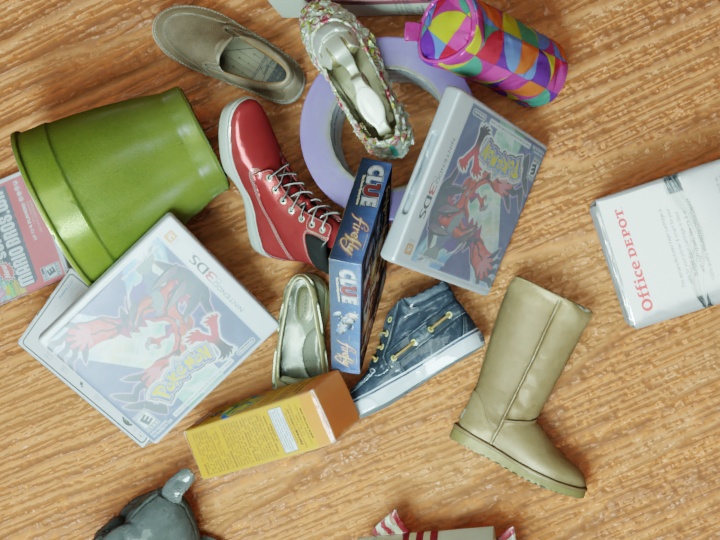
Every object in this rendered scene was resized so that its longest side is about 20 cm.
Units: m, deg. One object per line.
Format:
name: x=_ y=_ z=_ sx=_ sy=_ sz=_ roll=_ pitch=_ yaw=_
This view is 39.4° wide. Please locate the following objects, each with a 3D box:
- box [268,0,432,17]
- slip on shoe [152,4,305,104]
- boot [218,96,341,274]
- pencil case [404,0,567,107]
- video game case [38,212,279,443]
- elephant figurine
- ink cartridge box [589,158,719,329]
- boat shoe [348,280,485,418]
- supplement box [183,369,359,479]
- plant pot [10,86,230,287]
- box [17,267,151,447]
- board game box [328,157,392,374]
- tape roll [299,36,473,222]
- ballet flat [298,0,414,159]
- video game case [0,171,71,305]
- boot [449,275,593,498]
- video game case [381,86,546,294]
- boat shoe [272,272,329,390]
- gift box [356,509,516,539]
box: x=-0.005 y=-0.362 z=1.132 sx=0.198 sy=0.109 sz=0.129 roll=0 pitch=91 yaw=8
slip on shoe: x=-0.159 y=-0.256 z=1.179 sx=0.199 sy=0.061 sz=0.076 roll=30 pitch=94 yaw=7
boot: x=-0.074 y=-0.092 z=1.099 sx=0.143 sy=0.072 sz=0.201 roll=17 pitch=134 yaw=41
pencil case: x=0.140 y=-0.235 z=1.072 sx=0.088 sy=0.199 sz=0.089 roll=-10 pitch=76 yaw=41
video game case: x=-0.221 y=0.067 z=1.119 sx=0.200 sy=0.023 sz=0.182 roll=-43 pitch=112 yaw=1
elephant figurine: x=-0.215 y=0.361 z=1.171 sx=0.201 sy=0.155 sz=0.141 roll=52 pitch=53 yaw=-5
ink cartridge box: x=0.365 y=-0.036 z=1.091 sx=0.198 sy=0.084 sz=0.146 roll=-18 pitch=88 yaw=7
boat shoe: x=0.038 y=0.096 z=1.153 sx=0.199 sy=0.071 sz=0.091 roll=-32 pitch=78 yaw=4
supplement box: x=-0.103 y=0.175 z=1.132 sx=0.199 sy=0.066 sz=0.069 roll=-23 pitch=95 yaw=31
plant pot: x=-0.258 y=-0.108 z=1.142 sx=0.192 sy=0.200 sz=0.202 roll=-27 pitch=86 yaw=-4
box: x=-0.293 y=0.101 z=1.201 sx=0.199 sy=0.060 sz=0.117 roll=37 pitch=95 yaw=6
board game box: x=0.000 y=0.000 z=1.067 sx=0.034 sy=0.201 sz=0.136 roll=11 pitch=54 yaw=8
tape roll: x=0.036 y=-0.155 z=1.140 sx=0.198 sy=0.085 sz=0.202 roll=0 pitch=90 yaw=9
ballet flat: x=-0.004 y=-0.210 z=1.072 sx=0.075 sy=0.064 sz=0.201 roll=-33 pitch=85 yaw=8
video game case: x=-0.467 y=-0.026 z=1.247 sx=0.198 sy=0.017 sz=0.144 roll=-21 pitch=88 yaw=8
boot: x=0.210 y=0.132 z=1.126 sx=0.174 sy=0.066 sz=0.202 roll=25 pitch=93 yaw=7
video game case: x=0.116 y=-0.077 z=1.072 sx=0.023 sy=0.199 sz=0.184 roll=24 pitch=94 yaw=37
boat shoe: x=-0.069 y=0.104 z=1.166 sx=0.072 sy=0.063 sz=0.203 roll=6 pitch=91 yaw=8
gift box: x=0.081 y=0.373 z=1.081 sx=0.182 sy=0.187 sz=0.202 roll=-3 pitch=105 yaw=10
